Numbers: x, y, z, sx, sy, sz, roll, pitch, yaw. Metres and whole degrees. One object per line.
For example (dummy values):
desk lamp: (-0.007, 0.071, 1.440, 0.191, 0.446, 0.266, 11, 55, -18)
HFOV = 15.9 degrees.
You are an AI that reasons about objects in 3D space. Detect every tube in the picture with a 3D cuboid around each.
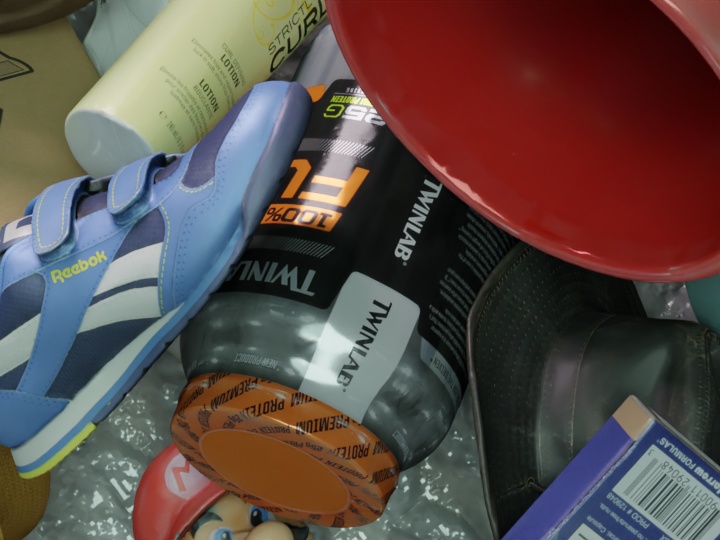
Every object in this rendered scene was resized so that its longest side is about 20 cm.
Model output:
tube: (-0.050, -0.112, 1.107, 0.052, 0.058, 0.200, 33, 55, 8)

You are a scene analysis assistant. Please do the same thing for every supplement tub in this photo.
supplement tub: (0.000, 0.000, 1.095, 0.122, 0.123, 0.200, 21, 63, 2)

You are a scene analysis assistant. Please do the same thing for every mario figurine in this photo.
mario figurine: (-0.025, 0.158, 1.121, 0.106, 0.123, 0.200, -34, 93, 28)

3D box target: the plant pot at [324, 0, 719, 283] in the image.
plant pot: (0.114, -0.126, 1.005, 0.200, 0.200, 0.177, 38, 63, 3)

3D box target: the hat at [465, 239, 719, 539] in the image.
hat: (0.122, 0.074, 1.088, 0.081, 0.200, 0.201, -6, 86, 34)

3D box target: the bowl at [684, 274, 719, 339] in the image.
bowl: (0.214, -0.017, 1.109, 0.200, 0.105, 0.202, -4, 97, -37)

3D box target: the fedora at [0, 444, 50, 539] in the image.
fedora: (-0.197, 0.074, 1.130, 0.082, 0.200, 0.201, -25, 86, -39)

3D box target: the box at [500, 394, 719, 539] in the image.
box: (0.087, 0.160, 1.037, 0.121, 0.032, 0.200, 39, 95, -25)

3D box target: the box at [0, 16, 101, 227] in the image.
box: (-0.196, -0.073, 1.111, 0.163, 0.021, 0.200, -18, 56, -21)

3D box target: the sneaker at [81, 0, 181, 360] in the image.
sneaker: (-0.090, -0.054, 1.161, 0.080, 0.076, 0.201, -5, 80, 8)

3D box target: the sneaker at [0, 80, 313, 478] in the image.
sneaker: (-0.097, -0.007, 1.018, 0.082, 0.074, 0.200, 42, 107, -5)

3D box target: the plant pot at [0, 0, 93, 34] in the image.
plant pot: (-0.171, -0.198, 1.086, 0.200, 0.200, 0.175, -9, 77, 0)
